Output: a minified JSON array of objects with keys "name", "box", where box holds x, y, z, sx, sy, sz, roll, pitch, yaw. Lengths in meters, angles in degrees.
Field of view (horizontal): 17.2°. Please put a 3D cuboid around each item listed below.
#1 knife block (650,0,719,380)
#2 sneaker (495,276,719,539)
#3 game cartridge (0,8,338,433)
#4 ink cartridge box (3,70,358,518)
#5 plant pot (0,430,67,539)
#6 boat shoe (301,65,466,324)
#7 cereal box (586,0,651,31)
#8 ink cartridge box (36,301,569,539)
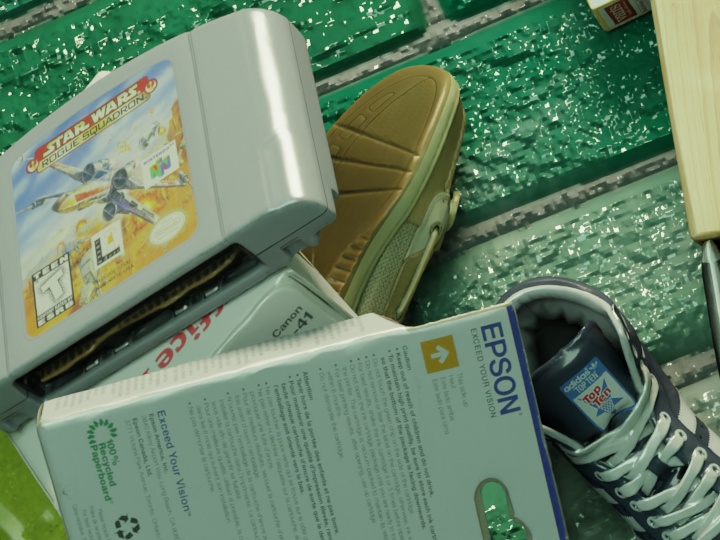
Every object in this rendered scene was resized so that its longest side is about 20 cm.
[{"name":"knife block","box":[0.164,-0.045,1.045,0.199,0.064,0.176,36,94,13]},{"name":"sneaker","box":[0.128,0.082,1.017,0.070,0.108,0.200,-44,67,4]},{"name":"game cartridge","box":[-0.103,-0.025,1.031,0.199,0.041,0.134,-32,50,20]},{"name":"ink cartridge box","box":[-0.099,0.023,1.082,0.148,0.085,0.200,-48,44,5]},{"name":"plant pot","box":[-0.228,0.180,1.068,0.184,0.200,0.201,-45,64,32]},{"name":"boat shoe","box":[0.001,0.001,1.116,0.073,0.063,0.202,9,71,46]},{"name":"cereal box","box":[0.173,-0.220,1.117,0.199,0.040,0.145,-25,71,12]},{"name":"ink cartridge box","box":[-0.013,0.124,0.982,0.198,0.043,0.198,-14,104,-2]}]
